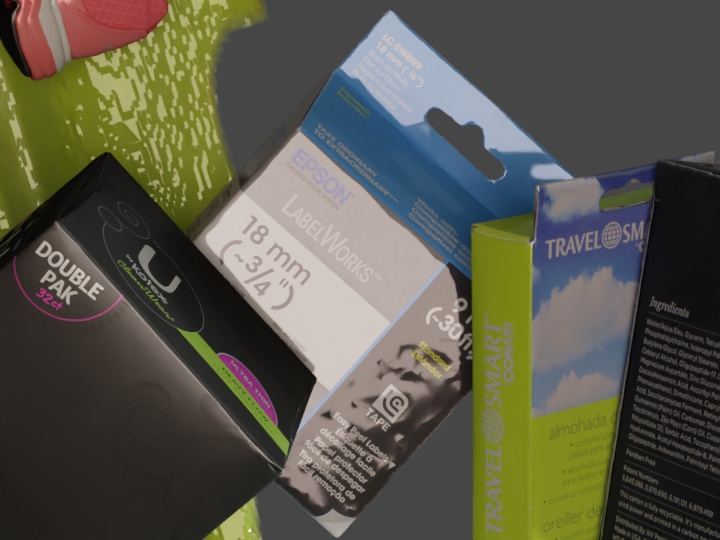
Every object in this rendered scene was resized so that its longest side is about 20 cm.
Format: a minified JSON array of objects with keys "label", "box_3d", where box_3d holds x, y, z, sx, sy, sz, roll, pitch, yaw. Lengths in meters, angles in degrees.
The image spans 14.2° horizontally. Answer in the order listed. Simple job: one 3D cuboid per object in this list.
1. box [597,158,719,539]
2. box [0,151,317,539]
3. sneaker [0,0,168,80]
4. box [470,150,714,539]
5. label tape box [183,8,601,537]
[{"label":"box","box_3d":[0.228,0.061,1.304,0.199,0.124,0.197,4,97,-30]},{"label":"box","box_3d":[-0.144,0.075,1.270,0.200,0.124,0.149,-39,99,15]},{"label":"sneaker","box_3d":[-0.139,-0.192,1.324,0.087,0.074,0.201,-13,102,-14]},{"label":"box","box_3d":[0.107,0.048,1.328,0.122,0.048,0.201,-12,108,-40]},{"label":"label tape box","box_3d":[0.000,0.000,1.349,0.144,0.063,0.200,41,94,-8]}]
